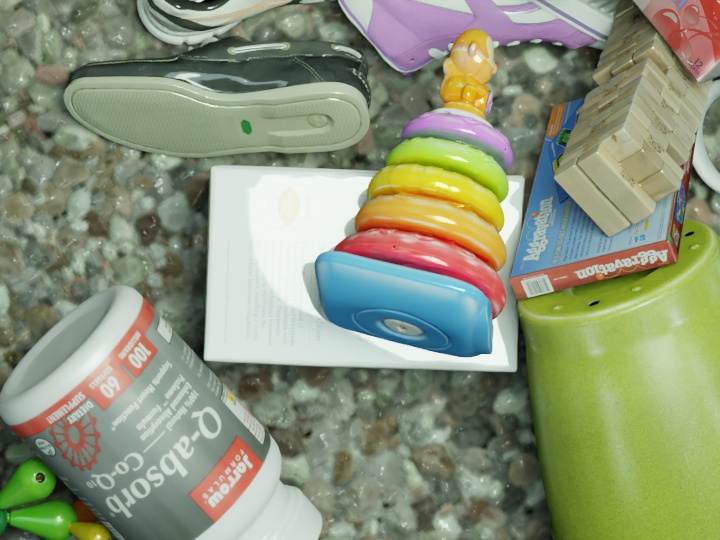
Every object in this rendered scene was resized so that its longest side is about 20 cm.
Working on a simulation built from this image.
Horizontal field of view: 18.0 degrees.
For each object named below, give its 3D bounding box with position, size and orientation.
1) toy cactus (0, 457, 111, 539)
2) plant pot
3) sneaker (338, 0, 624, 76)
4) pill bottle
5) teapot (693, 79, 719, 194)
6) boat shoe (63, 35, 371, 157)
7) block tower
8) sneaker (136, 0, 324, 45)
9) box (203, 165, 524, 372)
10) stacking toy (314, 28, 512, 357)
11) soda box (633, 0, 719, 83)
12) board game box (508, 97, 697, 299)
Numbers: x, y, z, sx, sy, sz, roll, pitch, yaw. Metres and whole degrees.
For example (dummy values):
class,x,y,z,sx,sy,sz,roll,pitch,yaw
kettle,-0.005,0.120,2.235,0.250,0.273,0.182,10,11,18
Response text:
class,x,y,z,sx,sy,sz,roll,pitch,yaw
toy cactus,-0.259,0.165,1.453,0.165,0.102,0.200,-38,94,15
plant pot,0.186,0.079,1.395,0.200,0.200,0.194,-23,109,-4
sneaker,0.079,-0.169,1.493,0.200,0.073,0.115,21,122,-20
pill bottle,-0.122,0.116,1.427,0.116,0.116,0.200,-43,107,-4
teapot,0.307,-0.161,1.464,0.200,0.198,0.146,-37,53,-24
boat shoe,-0.092,-0.118,1.482,0.199,0.072,0.068,0,52,3
block tower,0.176,-0.107,1.394,0.054,0.200,0.058,-30,114,36
sneaker,-0.049,-0.203,1.471,0.199,0.080,0.074,-26,89,-6
box,0.000,0.000,1.460,0.199,0.097,0.125,2,88,-3
stacking toy,0.051,-0.056,1.376,0.109,0.116,0.201,13,71,10
soda box,0.184,-0.216,1.392,0.063,0.070,0.200,-20,69,-47
board game box,0.156,-0.057,1.418,0.102,0.200,0.020,-13,121,22
